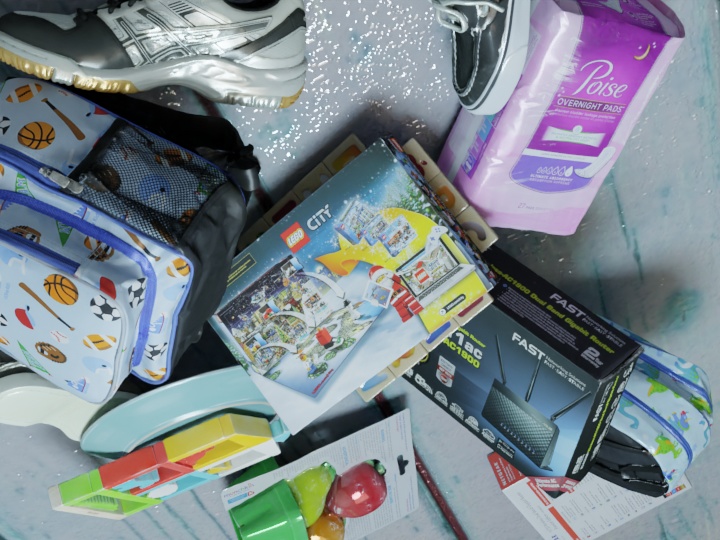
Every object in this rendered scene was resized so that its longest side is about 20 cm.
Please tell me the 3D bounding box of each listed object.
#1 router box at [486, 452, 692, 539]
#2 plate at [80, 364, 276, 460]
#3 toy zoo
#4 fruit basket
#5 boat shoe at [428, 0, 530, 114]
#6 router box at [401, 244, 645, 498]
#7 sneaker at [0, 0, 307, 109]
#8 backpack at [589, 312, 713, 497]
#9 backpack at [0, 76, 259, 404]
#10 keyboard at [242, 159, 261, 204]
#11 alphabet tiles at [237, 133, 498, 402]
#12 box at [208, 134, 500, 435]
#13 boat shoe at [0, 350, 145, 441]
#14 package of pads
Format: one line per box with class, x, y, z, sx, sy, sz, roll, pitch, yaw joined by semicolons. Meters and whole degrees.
router box;0.262;0.227;1.209;0.179;0.049;0.200;-30;136;8
plate;-0.138;0.131;0.920;0.199;0.026;0.200;-19;161;-7
toy zoo;-0.152;0.168;0.936;0.199;0.021;0.131;-23;160;6
fruit basket;-0.036;0.229;1.084;0.199;0.094;0.186;-28;139;-17
boat shoe;0.075;-0.193;0.710;0.068;0.074;0.200;-9;135;-19
router box;0.122;0.073;0.898;0.062;0.200;0.150;-31;145;-36
sneaker;-0.130;-0.158;0.681;0.199;0.076;0.088;1;111;-22
backpack;0.219;0.118;0.981;0.153;0.200;0.163;-35;137;-13
backpack;-0.185;-0.022;0.687;0.190;0.154;0.200;33;137;7
keyboard;-0.152;-0.011;0.838;0.104;0.040;0.200;-13;140;-43
alphabet tiles;0.000;0.000;0.832;0.200;0.167;0.006;-41;177;18
box;-0.014;0.013;0.815;0.200;0.137;0.038;-37;178;18
boat shoe;-0.232;0.095;0.870;0.072;0.060;0.202;-31;155;12
package of pads;0.145;-0.120;0.809;0.120;0.076;0.200;2;131;-27
